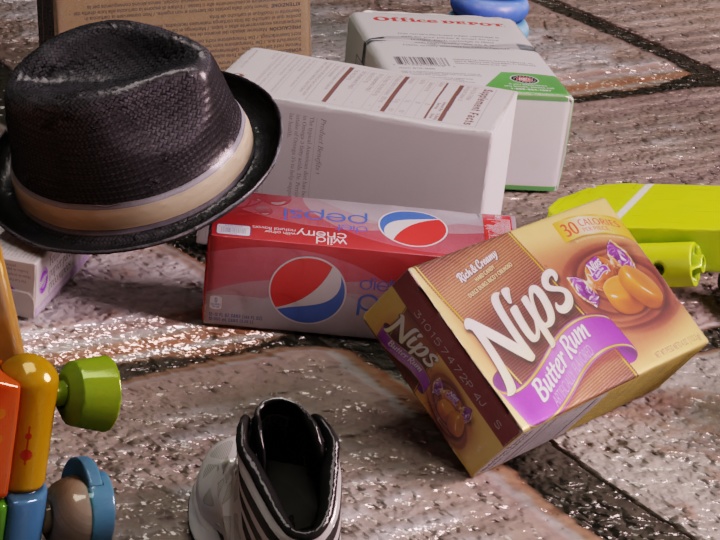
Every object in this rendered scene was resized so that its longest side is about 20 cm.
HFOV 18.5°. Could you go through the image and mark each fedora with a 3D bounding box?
[{"bbox_3d":[-0.153,-0.098,1.405,0.199,0.092,0.201,-8,42,7],"label":"fedora"}]

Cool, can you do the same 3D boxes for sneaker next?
[{"bbox_3d":[-0.038,0.104,1.098,0.075,0.116,0.201,1,22,-14],"label":"sneaker"}]

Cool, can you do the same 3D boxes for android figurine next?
[{"bbox_3d":[0.217,-0.028,1.563,0.199,0.041,0.182,0,16,20],"label":"android figurine"}]

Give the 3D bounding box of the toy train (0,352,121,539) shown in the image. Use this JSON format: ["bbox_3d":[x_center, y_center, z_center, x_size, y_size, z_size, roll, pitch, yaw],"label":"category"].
[{"bbox_3d":[-0.167,0.056,1.073,0.115,0.201,0.085,-1,22,-30],"label":"toy train"}]

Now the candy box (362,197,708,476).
[{"bbox_3d":[0.107,0.035,1.318,0.199,0.056,0.117,-18,68,-48],"label":"candy box"}]

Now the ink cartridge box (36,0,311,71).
[{"bbox_3d":[-0.139,-0.173,1.665,0.199,0.166,0.075,-6,18,-20],"label":"ink cartridge box"}]

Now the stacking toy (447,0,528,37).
[{"bbox_3d":[0.113,-0.255,1.910,0.085,0.201,0.085,5,22,-2],"label":"stacking toy"}]

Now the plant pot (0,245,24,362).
[{"bbox_3d":[-0.303,-0.023,1.262,0.182,0.201,0.200,-13,25,-8],"label":"plant pot"}]

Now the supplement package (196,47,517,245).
[{"bbox_3d":[-0.001,-0.072,1.540,0.199,0.118,0.117,11,21,9],"label":"supplement package"}]

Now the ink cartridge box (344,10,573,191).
[{"bbox_3d":[0.072,-0.138,1.767,0.146,0.084,0.200,2,23,-10],"label":"ink cartridge box"}]

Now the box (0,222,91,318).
[{"bbox_3d":[-0.201,-0.024,1.470,0.041,0.039,0.200,9,22,8],"label":"box"}]

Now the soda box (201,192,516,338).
[{"bbox_3d":[0.000,0.000,1.421,0.199,0.070,0.064,5,30,-3],"label":"soda box"}]

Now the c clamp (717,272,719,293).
[{"bbox_3d":[0.326,0.012,1.556,0.199,0.027,0.171,-13,34,-43],"label":"c clamp"}]
